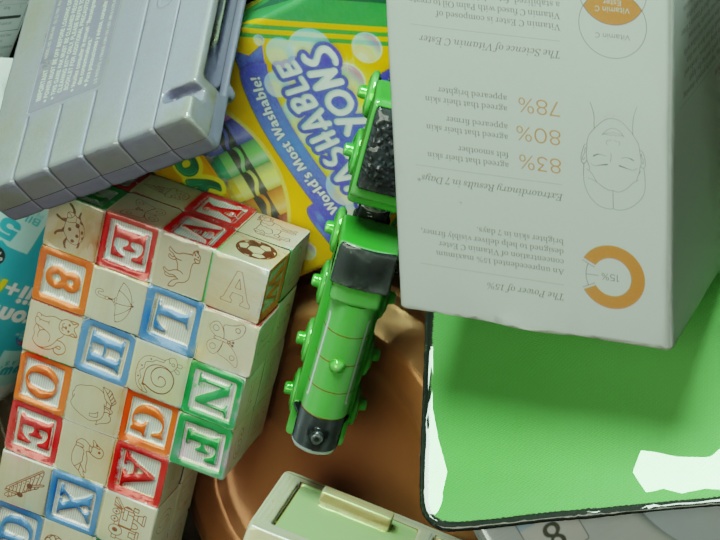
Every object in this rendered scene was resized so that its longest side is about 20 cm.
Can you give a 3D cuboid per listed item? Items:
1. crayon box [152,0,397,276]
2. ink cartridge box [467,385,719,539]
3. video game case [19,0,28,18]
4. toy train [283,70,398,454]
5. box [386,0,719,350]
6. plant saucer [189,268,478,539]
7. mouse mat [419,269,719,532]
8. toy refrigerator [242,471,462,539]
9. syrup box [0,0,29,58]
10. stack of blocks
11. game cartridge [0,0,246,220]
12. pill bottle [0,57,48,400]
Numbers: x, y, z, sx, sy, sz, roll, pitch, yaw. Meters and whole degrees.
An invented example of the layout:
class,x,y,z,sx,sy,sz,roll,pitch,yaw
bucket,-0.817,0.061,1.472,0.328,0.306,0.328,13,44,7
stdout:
class,x,y,z,sx,sy,sz,roll,pitch,yaw
crayon box,-0.033,-0.067,1.126,0.199,0.052,0.126,-22,108,31
ink cartridge box,0.164,0.151,1.021,0.160,0.047,0.201,-30,76,-5
video game case,-0.149,-0.196,1.218,0.200,0.018,0.144,35,112,21
toy train,0.000,0.000,1.075,0.042,0.056,0.201,13,117,-3
box,0.086,-0.083,0.974,0.124,0.097,0.201,9,119,22
plant saucer,-0.012,0.098,1.169,0.199,0.037,0.201,5,99,29
mouse mat,0.123,0.035,1.027,0.199,0.008,0.162,-6,59,16
toy refrigerator,0.039,0.167,1.092,0.199,0.076,0.070,21,108,7
syrup box,-0.213,-0.174,1.199,0.079,0.081,0.201,34,113,20
stack of blocks,-0.107,0.059,1.142,0.115,0.059,0.201,20,115,11
game cartridge,-0.108,-0.122,1.109,0.129,0.038,0.201,-20,45,33
pill bottle,-0.204,-0.004,1.222,0.111,0.111,0.200,43,116,18
